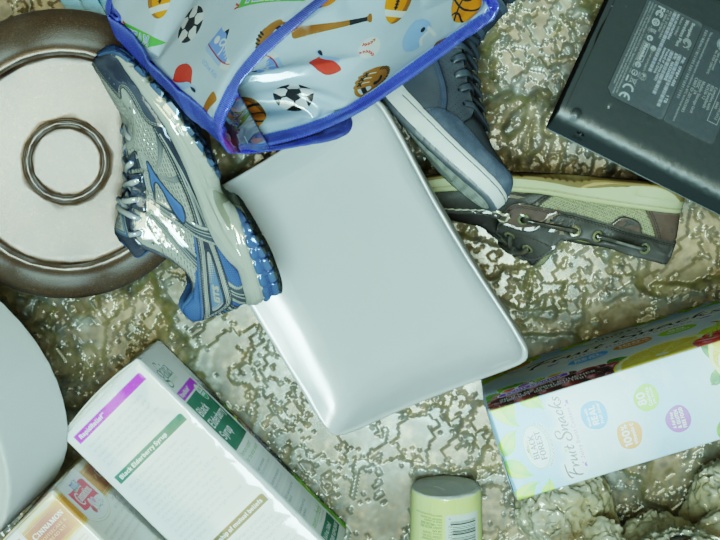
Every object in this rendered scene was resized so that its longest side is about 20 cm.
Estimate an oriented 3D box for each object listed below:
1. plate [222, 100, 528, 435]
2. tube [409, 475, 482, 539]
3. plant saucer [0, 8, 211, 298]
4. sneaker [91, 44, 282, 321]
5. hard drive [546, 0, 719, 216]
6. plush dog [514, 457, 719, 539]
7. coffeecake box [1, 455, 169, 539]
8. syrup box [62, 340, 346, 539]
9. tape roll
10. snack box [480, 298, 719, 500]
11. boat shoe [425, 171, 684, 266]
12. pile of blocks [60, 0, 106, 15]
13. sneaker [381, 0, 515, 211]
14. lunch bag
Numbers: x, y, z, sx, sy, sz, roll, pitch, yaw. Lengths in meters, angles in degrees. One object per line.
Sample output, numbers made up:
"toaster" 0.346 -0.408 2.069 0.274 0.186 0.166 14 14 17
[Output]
"plate" 0.000 0.000 1.037 0.200 0.032 0.200 -27 97 42
"tube" 0.061 0.250 1.101 0.058 0.052 0.200 8 104 43
"plant saucer" -0.200 -0.076 1.031 0.200 0.032 0.200 -2 102 -12
"sneaker" -0.130 -0.051 0.997 0.085 0.077 0.200 -29 106 0
"hard drive" 0.244 -0.114 1.032 0.200 0.033 0.140 26 74 -1
"plush dog" 0.209 0.220 1.026 0.200 0.172 0.161 -2 97 1
"coffeecake box" -0.147 0.224 1.048 0.200 0.154 0.073 45 96 -3
"syrup box" -0.107 0.149 1.075 0.081 0.079 0.200 -43 93 6
"tape roll" -0.302 0.096 1.034 0.202 0.071 0.203 12 122 21
"snack box" 0.184 0.079 1.013 0.200 0.169 0.068 -16 93 5
"boat shoe" 0.124 -0.035 1.049 0.200 0.073 0.065 2 92 1
"pile of blocks" -0.153 -0.194 1.044 0.200 0.062 0.082 6 97 1
"sneaker" 0.075 -0.148 1.004 0.146 0.077 0.202 -37 63 3
"lunch bag" -0.044 -0.173 0.946 0.200 0.124 0.170 -37 50 -9
